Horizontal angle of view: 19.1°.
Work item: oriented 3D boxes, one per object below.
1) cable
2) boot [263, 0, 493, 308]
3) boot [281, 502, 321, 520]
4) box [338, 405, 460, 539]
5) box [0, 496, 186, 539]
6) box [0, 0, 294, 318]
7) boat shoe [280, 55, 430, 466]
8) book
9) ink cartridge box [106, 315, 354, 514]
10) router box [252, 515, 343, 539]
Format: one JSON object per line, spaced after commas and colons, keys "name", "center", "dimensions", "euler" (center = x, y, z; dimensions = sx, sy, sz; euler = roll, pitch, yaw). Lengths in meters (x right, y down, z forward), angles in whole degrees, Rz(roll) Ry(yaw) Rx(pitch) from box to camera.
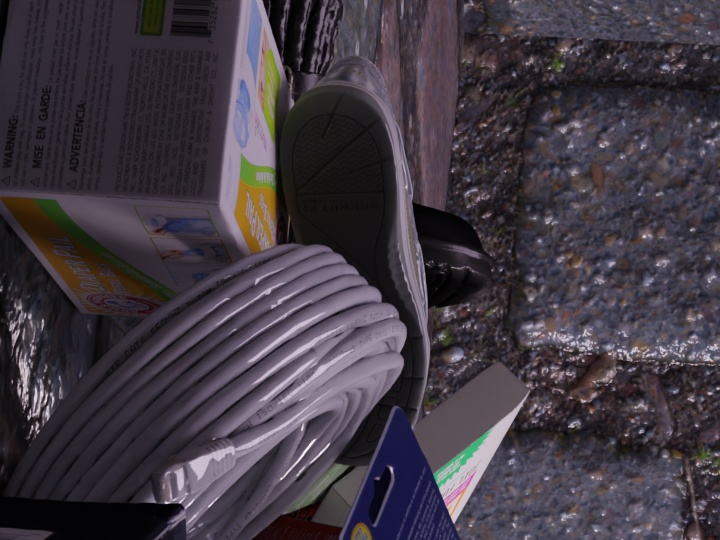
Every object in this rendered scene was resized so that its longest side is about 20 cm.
{"name": "cable", "center": [-0.068, 0.076, 0.932], "dimensions": [0.200, 0.069, 0.200], "euler": [-36, 165, -36]}
{"name": "boot", "center": [-0.019, -0.074, 1.172], "dimensions": [0.079, 0.210, 0.159], "euler": [129, -27, -68]}
{"name": "boot", "center": [-0.050, 0.150, 1.279], "dimensions": [0.200, 0.143, 0.073], "euler": [-73, 167, -59]}
{"name": "box", "center": [0.029, 0.176, 1.001], "dimensions": [0.121, 0.032, 0.201], "euler": [-63, 135, -57]}
{"name": "box", "center": [-0.122, 0.173, 0.578], "dimensions": [0.197, 0.117, 0.202], "euler": [-16, 109, -84]}
{"name": "box", "center": [-0.091, -0.053, 0.967], "dimensions": [0.200, 0.101, 0.113], "euler": [73, 22, -74]}
{"name": "boat shoe", "center": [-0.002, -0.001, 1.036], "dimensions": [0.065, 0.074, 0.203], "euler": [-65, 152, -62]}
{"name": "book", "center": [0.017, 0.144, 1.231], "dimensions": [0.133, 0.048, 0.200], "euler": [-36, 161, -32]}
{"name": "ink cartridge box", "center": [-0.060, 0.065, 1.181], "dimensions": [0.048, 0.146, 0.200], "euler": [-43, 172, 4]}
{"name": "router box", "center": [-0.015, 0.211, 1.140], "dimensions": [0.049, 0.179, 0.200], "euler": [-52, 121, -25]}
